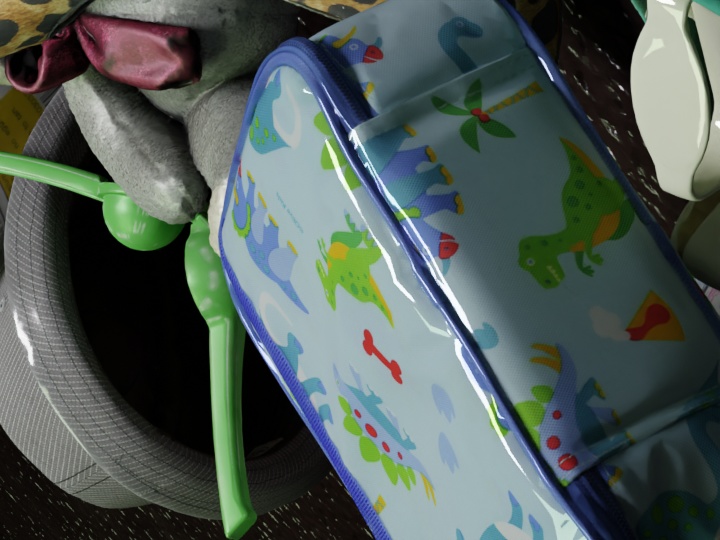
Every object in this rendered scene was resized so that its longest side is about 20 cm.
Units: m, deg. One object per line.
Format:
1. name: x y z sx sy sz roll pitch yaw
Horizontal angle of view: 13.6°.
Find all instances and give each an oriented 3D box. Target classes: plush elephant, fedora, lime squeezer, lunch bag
1. plush elephant: -0.100 -0.104 1.039 0.200 0.154 0.166 -134 50 -71
2. fedora: -0.084 0.016 1.197 0.176 0.201 0.090 30 138 -30
3. lime squeezer: -0.075 0.000 1.085 0.038 0.071 0.200 2 -139 -53
4. lunch bag: 0.036 0.030 0.882 0.201 0.082 0.161 59 159 15

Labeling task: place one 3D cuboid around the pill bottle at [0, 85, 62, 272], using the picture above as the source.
1. pill bottle: -0.191 -0.031 1.213 0.112 0.200 0.113 25 144 20

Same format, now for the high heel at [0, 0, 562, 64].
1. high heel: -0.042 -0.071 0.937 0.143 0.199 0.071 54 -171 -11

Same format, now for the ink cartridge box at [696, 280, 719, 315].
1. ink cartridge box: 0.086 0.057 1.027 0.200 0.116 0.068 32 159 44

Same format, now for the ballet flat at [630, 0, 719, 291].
1. ballet flat: 0.109 -0.035 0.835 0.067 0.070 0.200 32 158 42
